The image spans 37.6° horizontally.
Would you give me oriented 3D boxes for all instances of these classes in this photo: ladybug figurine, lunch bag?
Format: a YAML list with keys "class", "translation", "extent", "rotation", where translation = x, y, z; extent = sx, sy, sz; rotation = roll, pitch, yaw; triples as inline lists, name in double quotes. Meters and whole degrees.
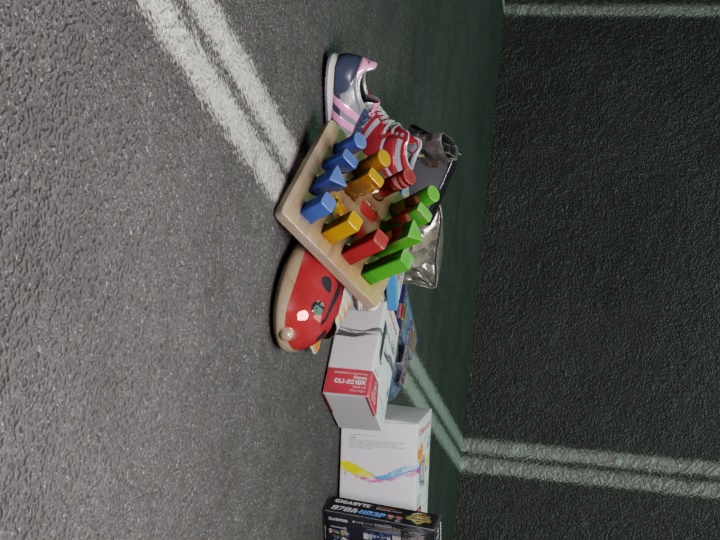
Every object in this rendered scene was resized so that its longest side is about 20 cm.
- class: "ladybug figurine"
  translation: [-0.069, 0.036, 1.483]
  extent: [0.201, 0.071, 0.137]
  rotation: [-69, 159, -52]
- class: "lunch bag"
  translation: [0.110, -0.082, 2.099]
  extent: [0.164, 0.116, 0.203]
  rotation: [-76, 171, -78]

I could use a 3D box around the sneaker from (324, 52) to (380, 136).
- class: "sneaker"
  translation: [-0.011, -0.235, 1.641]
  extent: [0.070, 0.081, 0.203]
  rotation: [-70, 161, -58]

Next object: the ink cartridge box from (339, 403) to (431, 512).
- class: "ink cartridge box"
  translation: [0.045, 0.350, 1.899]
  extent: [0.145, 0.142, 0.203]
  rotation: [-18, 110, -75]

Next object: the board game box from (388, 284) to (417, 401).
- class: "board game box"
  translation: [0.068, 0.156, 2.128]
  extent: [0.200, 0.061, 0.203]
  rotation: [61, 34, -65]

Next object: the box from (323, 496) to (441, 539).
- class: "box"
  translation: [0.037, 0.472, 1.775]
  extent: [0.046, 0.197, 0.161]
  rotation: [-49, 140, -61]

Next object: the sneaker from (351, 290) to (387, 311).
- class: "sneaker"
  translation: [0.014, 0.004, 1.633]
  extent: [0.200, 0.073, 0.117]
  rotation: [108, -34, -86]

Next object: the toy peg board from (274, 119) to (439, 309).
- class: "toy peg board"
  translation: [0.011, -0.093, 1.479]
  extent: [0.199, 0.097, 0.201]
  rotation: [45, 46, -23]

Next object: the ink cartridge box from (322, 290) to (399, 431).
- class: "ink cartridge box"
  translation: [0.004, 0.150, 1.802]
  extent: [0.145, 0.082, 0.202]
  rotation: [71, 25, -57]

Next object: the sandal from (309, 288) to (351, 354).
- class: "sandal"
  translation: [-0.042, 0.030, 1.624]
  extent: [0.080, 0.058, 0.209]
  rotation: [74, 23, -53]

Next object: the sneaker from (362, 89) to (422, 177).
- class: "sneaker"
  translation: [0.036, -0.241, 1.714]
  extent: [0.071, 0.111, 0.203]
  rotation: [8, 71, -66]

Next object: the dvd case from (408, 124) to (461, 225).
- class: "dvd case"
  translation: [0.111, -0.181, 1.970]
  extent: [0.144, 0.017, 0.200]
  rotation: [-67, -152, 12]

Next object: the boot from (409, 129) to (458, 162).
- class: "boot"
  translation: [0.088, -0.206, 1.875]
  extent: [0.200, 0.171, 0.070]
  rotation: [28, 66, -74]

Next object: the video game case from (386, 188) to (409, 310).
- class: "video game case"
  translation: [0.060, -0.051, 1.696]
  extent: [0.201, 0.018, 0.145]
  rotation: [-74, 164, -56]
